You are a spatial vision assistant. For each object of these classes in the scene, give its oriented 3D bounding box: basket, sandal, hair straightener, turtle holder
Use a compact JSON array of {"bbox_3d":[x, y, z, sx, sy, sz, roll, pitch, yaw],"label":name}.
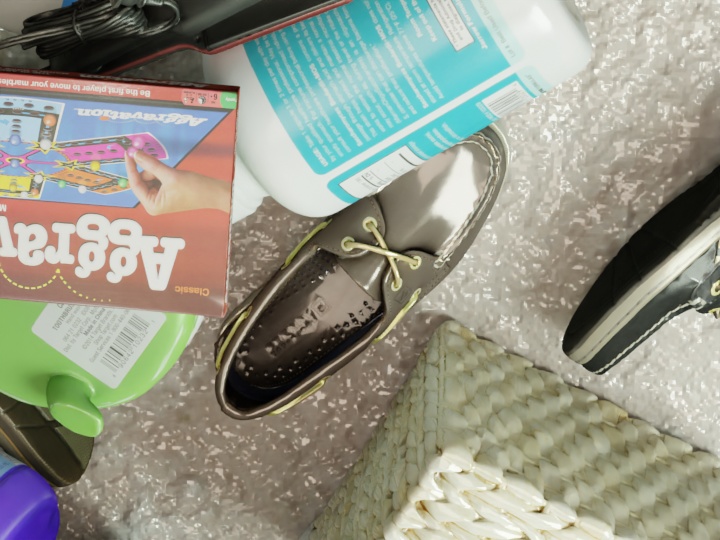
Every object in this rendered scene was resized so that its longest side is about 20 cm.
[{"bbox_3d":[0.079,0.156,1.102,0.197,0.200,0.162,27,107,-5],"label":"basket"},{"bbox_3d":[-0.208,0.030,1.151,0.054,0.082,0.201,-18,116,32],"label":"sandal"},{"bbox_3d":[-0.103,-0.123,1.014,0.199,0.077,0.041,-14,67,21],"label":"hair straightener"},{"bbox_3d":[-0.160,-0.016,1.089,0.184,0.132,0.142,9,116,7],"label":"turtle holder"}]

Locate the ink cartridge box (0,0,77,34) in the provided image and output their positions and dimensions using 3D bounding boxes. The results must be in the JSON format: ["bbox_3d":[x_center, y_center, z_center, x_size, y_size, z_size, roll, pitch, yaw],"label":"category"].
[{"bbox_3d":[-0.184,-0.187,1.066,0.199,0.067,0.117,18,111,-3],"label":"ink cartridge box"}]

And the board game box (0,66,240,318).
[{"bbox_3d":[-0.155,-0.038,0.993,0.198,0.019,0.104,4,105,1],"label":"board game box"}]

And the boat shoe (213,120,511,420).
[{"bbox_3d":[0.000,0.000,1.124,0.200,0.060,0.072,-42,101,16],"label":"boat shoe"}]

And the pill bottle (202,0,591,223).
[{"bbox_3d":[0.002,-0.099,1.063,0.199,0.111,0.111,-29,105,12],"label":"pill bottle"}]

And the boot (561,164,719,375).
[{"bbox_3d":[0.215,0.017,1.114,0.200,0.073,0.151,-43,102,10],"label":"boot"}]

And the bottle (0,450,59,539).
[{"bbox_3d":[-0.252,0.102,1.144,0.199,0.084,0.066,28,147,19],"label":"bottle"}]
